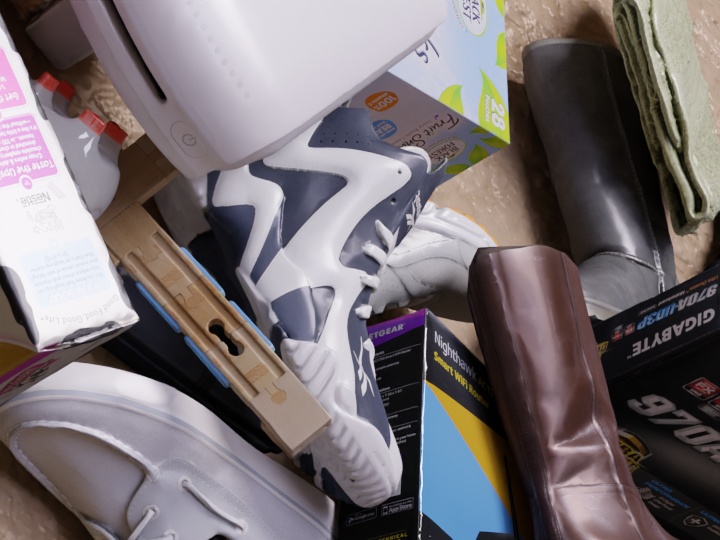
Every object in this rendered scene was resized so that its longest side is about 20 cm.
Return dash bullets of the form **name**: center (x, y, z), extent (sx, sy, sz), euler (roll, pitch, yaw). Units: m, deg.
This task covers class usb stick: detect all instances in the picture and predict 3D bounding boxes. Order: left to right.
- **usb stick**: center (-0.104, 0.016, 1.184), extent (0.200, 0.033, 0.056), euler (39, 50, -24)

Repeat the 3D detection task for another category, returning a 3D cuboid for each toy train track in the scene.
- **toy train track**: center (-0.086, 0.004, 1.121), extent (0.115, 0.033, 0.200), euler (-39, 73, -14)

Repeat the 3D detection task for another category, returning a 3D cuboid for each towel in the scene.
- **towel**: center (0.184, -0.107, 1.504), extent (0.200, 0.036, 0.149), euler (-58, 133, -75)

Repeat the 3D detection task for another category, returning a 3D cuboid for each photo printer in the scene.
- **photo printer**: center (-0.055, -0.140, 1.125), extent (0.200, 0.069, 0.167), euler (-39, 107, -53)

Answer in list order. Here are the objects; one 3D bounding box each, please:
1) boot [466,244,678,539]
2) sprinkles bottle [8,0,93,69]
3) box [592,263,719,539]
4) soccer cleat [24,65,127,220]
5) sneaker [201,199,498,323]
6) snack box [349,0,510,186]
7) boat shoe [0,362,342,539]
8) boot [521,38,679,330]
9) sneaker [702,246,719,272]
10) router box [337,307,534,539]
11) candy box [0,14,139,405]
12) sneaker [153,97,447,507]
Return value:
- **boot**: center (0.121, 0.079, 1.278), extent (0.186, 0.064, 0.200), euler (15, 55, -63)
- **sprinkles bottle**: center (-0.176, -0.192, 1.206), extent (0.200, 0.068, 0.068), euler (52, 39, -10)
- **box**: center (0.200, 0.084, 1.379), extent (0.200, 0.159, 0.046), euler (32, 47, -32)
- **soccer cleat**: center (-0.188, -0.082, 1.105), extent (0.200, 0.078, 0.069), euler (40, 4, 18)
- **sneaker**: center (-0.012, 0.005, 1.274), extent (0.200, 0.076, 0.092), euler (20, 60, -30)
- **snack box**: center (-0.010, -0.161, 1.373), extent (0.200, 0.068, 0.169), euler (28, 48, -37)
- **boat shoe**: center (-0.085, 0.107, 1.128), extent (0.200, 0.072, 0.069), euler (39, 39, -39)
- **boot**: center (0.126, -0.041, 1.447), extent (0.182, 0.072, 0.200), euler (21, 58, -56)
- **sneaker**: center (0.249, -0.037, 1.594), extent (0.200, 0.060, 0.104), euler (-10, 76, -56)
- **router box**: center (0.060, 0.133, 1.243), extent (0.200, 0.051, 0.149), euler (44, 38, -44)
- **candy box**: center (-0.189, -0.038, 1.041), extent (0.061, 0.136, 0.200), euler (-19, 81, -49)
- **sneaker**: center (0.000, 0.000, 1.177), extent (0.129, 0.080, 0.199), euler (-24, 71, -20)
